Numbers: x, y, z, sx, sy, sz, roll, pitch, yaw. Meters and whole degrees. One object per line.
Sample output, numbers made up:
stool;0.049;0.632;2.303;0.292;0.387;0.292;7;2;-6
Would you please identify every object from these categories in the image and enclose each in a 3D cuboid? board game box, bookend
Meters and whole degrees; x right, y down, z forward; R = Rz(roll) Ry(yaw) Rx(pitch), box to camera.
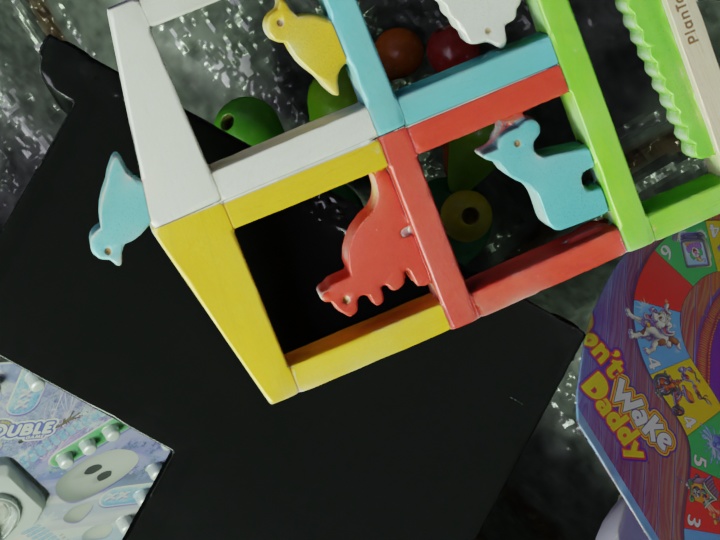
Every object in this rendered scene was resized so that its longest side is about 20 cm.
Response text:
board game box;-0.168;0.112;0.869;0.026;0.200;0.200;58;133;33
board game box;0.165;0.060;0.665;0.200;0.158;0.039;58;147;4
bookend;-0.062;0.060;0.677;0.199;0.092;0.200;28;86;-3

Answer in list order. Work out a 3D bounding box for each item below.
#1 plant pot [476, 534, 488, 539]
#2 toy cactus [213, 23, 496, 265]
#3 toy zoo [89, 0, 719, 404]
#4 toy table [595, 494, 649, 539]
plant pot;0.018;0.160;0.803;0.201;0.201;0.093;40;112;4
toy cactus;0.000;0.000;0.791;0.200;0.102;0.165;-30;109;27
toy zoo;0.011;-0.045;0.616;0.200;0.020;0.131;-23;102;-4
toy table;0.152;0.140;0.733;0.200;0.184;0.117;16;141;-19
